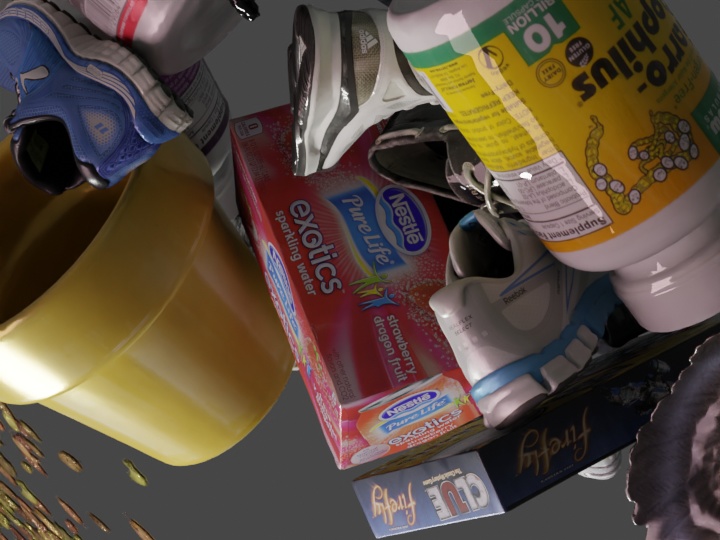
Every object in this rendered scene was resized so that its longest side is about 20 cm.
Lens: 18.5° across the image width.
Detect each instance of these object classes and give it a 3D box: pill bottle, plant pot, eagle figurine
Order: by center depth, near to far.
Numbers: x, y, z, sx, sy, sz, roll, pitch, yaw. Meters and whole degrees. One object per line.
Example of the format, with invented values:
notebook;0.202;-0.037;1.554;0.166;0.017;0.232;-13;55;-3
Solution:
eagle figurine;0.224;0.070;1.033;0.152;0.151;0.200;33;151;3
pill bottle;0.112;-0.072;1.041;0.200;0.113;0.113;53;158;-17
pill bottle;-0.153;-0.215;1.281;0.200;0.111;0.111;42;159;11
plant pot;-0.144;0.018;1.374;0.189;0.201;0.201;43;163;-32
pill bottle;-0.151;-0.112;1.465;0.112;0.112;0.200;24;150;45

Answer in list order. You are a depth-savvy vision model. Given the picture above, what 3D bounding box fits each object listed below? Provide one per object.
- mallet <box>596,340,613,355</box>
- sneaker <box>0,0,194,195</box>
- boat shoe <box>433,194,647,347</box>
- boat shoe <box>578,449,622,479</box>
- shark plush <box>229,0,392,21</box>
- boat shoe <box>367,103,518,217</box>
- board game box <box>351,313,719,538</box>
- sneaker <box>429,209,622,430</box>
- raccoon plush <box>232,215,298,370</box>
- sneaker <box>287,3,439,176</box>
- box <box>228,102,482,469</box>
mallet;0.174;0.050;1.260;0.200;0.041;0.066;28;153;48
sneaker;-0.181;-0.099;1.294;0.079;0.089;0.200;48;169;-34
boat shoe;0.095;-0.006;1.258;0.199;0.066;0.075;29;155;38
boat shoe;0.081;0.071;1.421;0.202;0.074;0.065;24;147;31
shark plush;-0.060;-0.172;1.170;0.200;0.083;0.091;19;175;-32
boat shoe;0.080;-0.057;1.196;0.200;0.064;0.071;14;142;54
board game box;0.110;0.075;1.131;0.135;0.200;0.035;-24;90;61
sneaker;0.087;-0.002;1.108;0.075;0.200;0.087;-34;96;26
raccoon plush;-0.092;0.025;1.569;0.200;0.134;0.097;12;142;55
sneaker;0.020;-0.095;1.185;0.201;0.115;0.076;121;146;-82
box;0.000;0.000;1.293;0.096;0.100;0.200;92;159;-62
